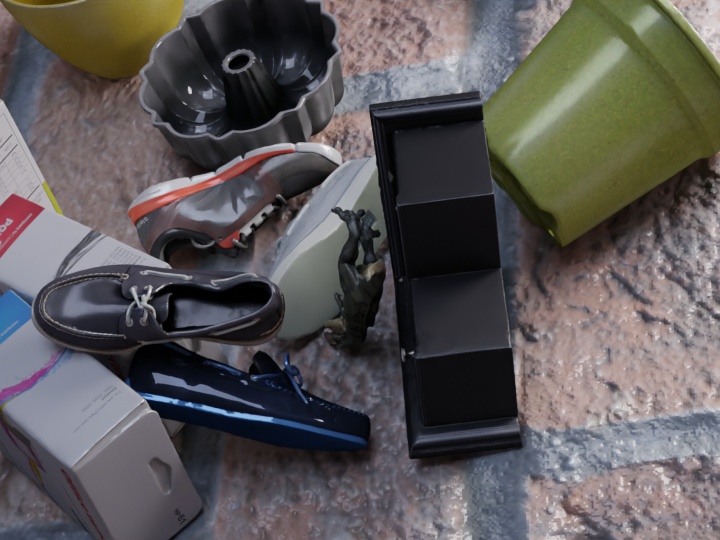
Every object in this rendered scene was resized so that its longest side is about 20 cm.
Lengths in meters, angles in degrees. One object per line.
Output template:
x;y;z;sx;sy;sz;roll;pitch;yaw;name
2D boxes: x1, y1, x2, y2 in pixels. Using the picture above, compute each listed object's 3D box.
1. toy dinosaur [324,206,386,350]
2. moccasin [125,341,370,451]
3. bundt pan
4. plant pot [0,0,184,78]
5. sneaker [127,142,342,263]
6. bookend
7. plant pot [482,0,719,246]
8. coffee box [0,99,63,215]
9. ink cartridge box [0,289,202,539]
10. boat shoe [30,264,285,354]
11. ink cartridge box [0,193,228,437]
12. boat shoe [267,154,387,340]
0.000;0.000;1.657;0.047;0.200;0.089;-2;71;-7;toy dinosaur
-0.085;0.093;1.631;0.198;0.081;0.069;15;69;-8;moccasin
-0.103;-0.169;1.927;0.200;0.076;0.203;-12;46;12;bundt pan
-0.251;-0.276;2.036;0.198;0.143;0.201;-11;46;12;plant pot
-0.105;-0.051;1.842;0.198;0.077;0.083;-19;72;5;sneaker
0.067;0.005;1.610;0.091;0.200;0.201;-7;47;2;bookend
0.193;-0.127;1.713;0.184;0.201;0.201;-40;46;-1;plant pot
-0.410;-0.042;1.844;0.198;0.199;0.200;19;58;34;coffee box
-0.232;0.128;1.656;0.085;0.145;0.199;-42;48;-19;ink cartridge box
-0.157;0.023;1.596;0.198;0.063;0.073;1;72;-5;boat shoe
-0.226;0.037;1.736;0.199;0.147;0.083;23;62;36;ink cartridge box
-0.033;-0.020;1.780;0.071;0.070;0.201;4;50;50;boat shoe
